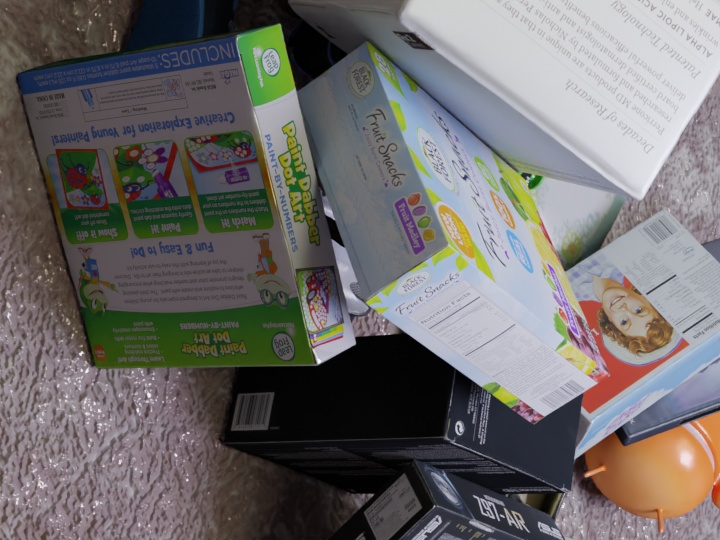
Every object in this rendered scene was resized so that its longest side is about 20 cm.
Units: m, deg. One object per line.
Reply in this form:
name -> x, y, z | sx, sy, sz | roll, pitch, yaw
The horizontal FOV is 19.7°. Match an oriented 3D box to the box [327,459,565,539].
box -> 0.026, 0.227, 1.419 | 0.160, 0.200, 0.044 | 25, 27, -44

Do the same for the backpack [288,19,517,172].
backpack -> 0.070, -0.182, 1.442 | 0.182, 0.134, 0.201 | 35, 82, -20

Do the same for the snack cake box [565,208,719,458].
snack cake box -> 0.202, 0.049, 1.630 | 0.199, 0.067, 0.115 | -30, 68, -30

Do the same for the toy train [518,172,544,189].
toy train -> 0.083, -0.005, 1.561 | 0.042, 0.056, 0.201 | 28, 79, -52

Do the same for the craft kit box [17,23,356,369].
craft kit box -> -0.108, -0.039, 1.265 | 0.048, 0.199, 0.199 | -22, 104, -47

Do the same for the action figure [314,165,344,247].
action figure -> -0.047, -0.035, 1.352 | 0.199, 0.102, 0.120 | -18, 128, -19

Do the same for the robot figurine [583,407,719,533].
robot figurine -> 0.257, 0.123, 1.729 | 0.200, 0.116, 0.144 | -53, 133, -36

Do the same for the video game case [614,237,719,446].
video game case -> 0.262, 0.053, 1.697 | 0.199, 0.019, 0.143 | -17, 61, -24

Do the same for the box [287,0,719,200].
box -> 0.091, -0.157, 1.273 | 0.199, 0.199, 0.131 | 35, 86, -22

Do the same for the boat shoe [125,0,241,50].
boat shoe -> -0.102, -0.157, 1.368 | 0.069, 0.084, 0.201 | 33, 66, -46

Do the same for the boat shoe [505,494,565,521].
boat shoe -> 0.120, 0.194, 1.607 | 0.073, 0.064, 0.201 | 35, 64, -43

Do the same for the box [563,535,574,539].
box -> 0.155, 0.281, 1.557 | 0.103, 0.094, 0.200 | -62, 157, -22

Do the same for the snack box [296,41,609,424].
snack box -> 0.056, -0.020, 1.266 | 0.200, 0.067, 0.169 | 34, 28, -48

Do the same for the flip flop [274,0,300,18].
flip flop -> -0.045, -0.220, 1.391 | 0.057, 0.200, 0.081 | 37, 88, 0

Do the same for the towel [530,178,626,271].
towel -> 0.157, -0.108, 1.682 | 0.172, 0.048, 0.201 | 52, 52, -29

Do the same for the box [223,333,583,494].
box -> 0.029, 0.100, 1.409 | 0.141, 0.199, 0.079 | 30, 64, -43

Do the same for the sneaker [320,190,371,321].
sneaker -> 0.000, 0.000, 1.484 | 0.199, 0.077, 0.141 | 7, 84, -38
